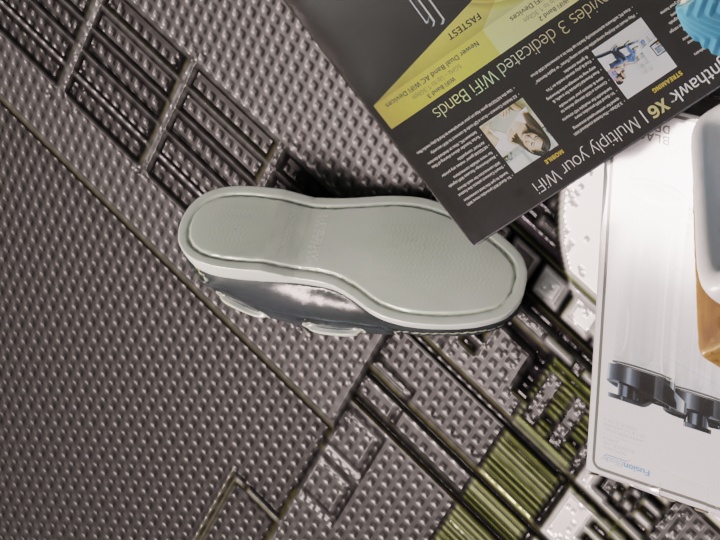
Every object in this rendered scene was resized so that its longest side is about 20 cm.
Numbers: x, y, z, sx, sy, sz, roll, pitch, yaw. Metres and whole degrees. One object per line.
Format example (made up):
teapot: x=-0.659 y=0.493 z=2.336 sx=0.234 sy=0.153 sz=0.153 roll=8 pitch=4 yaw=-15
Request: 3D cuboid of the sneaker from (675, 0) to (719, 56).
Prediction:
sneaker: x=0.218 y=-0.143 z=0.903 sx=0.199 sy=0.081 sz=0.076 roll=-23 pitch=137 yaw=29

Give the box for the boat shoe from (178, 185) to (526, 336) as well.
boat shoe: x=0.000 y=0.000 z=1.218 sx=0.199 sy=0.076 sz=0.060 roll=16 pitch=155 yaw=24

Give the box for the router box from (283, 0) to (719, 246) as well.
router box: x=0.084 y=-0.129 z=0.996 sx=0.200 sy=0.052 sz=0.157 roll=-33 pitch=103 yaw=23

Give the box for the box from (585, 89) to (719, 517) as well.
box: x=0.175 y=0.015 z=1.080 sx=0.116 sy=0.060 sz=0.201 roll=15 pitch=116 yaw=34

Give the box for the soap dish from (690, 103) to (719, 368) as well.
soap dish: x=0.232 y=-0.036 z=0.913 sx=0.199 sy=0.158 sz=0.081 roll=-25 pitch=117 yaw=21
